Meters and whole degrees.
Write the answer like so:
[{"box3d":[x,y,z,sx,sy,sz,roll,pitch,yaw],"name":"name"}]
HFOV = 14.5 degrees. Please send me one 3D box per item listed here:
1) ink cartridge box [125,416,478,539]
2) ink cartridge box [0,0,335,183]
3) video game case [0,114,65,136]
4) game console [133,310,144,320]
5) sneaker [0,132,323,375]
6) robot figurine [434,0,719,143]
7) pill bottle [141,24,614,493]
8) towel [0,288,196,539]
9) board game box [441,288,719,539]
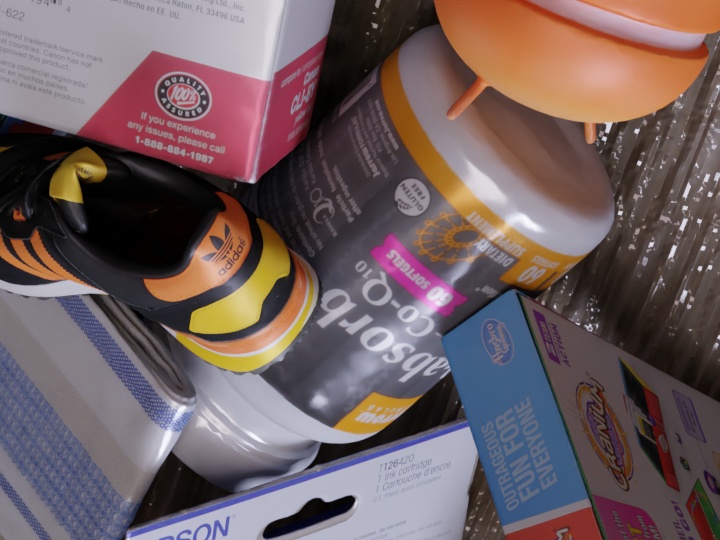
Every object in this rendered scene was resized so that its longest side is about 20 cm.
[{"box3d":[-0.042,0.161,1.247,0.047,0.198,0.200,33,126,42],"name":"ink cartridge box"},{"box3d":[-0.077,-0.153,1.101,0.145,0.083,0.200,17,111,12],"name":"ink cartridge box"},{"box3d":[-0.194,-0.139,1.192,0.200,0.017,0.143,29,118,-7],"name":"video game case"},{"box3d":[-0.197,0.050,1.286,0.177,0.031,0.200,31,117,-9],"name":"game console"},{"box3d":[-0.109,-0.027,1.127,0.200,0.070,0.090,21,160,33],"name":"sneaker"},{"box3d":[0.097,-0.143,1.083,0.117,0.144,0.200,23,108,3],"name":"robot figurine"},{"box3d":[0.000,0.000,1.183,0.116,0.116,0.200,41,116,-14],"name":"pill bottle"},{"box3d":[-0.149,0.081,1.223,0.147,0.024,0.200,47,122,31],"name":"towel"},{"box3d":[0.125,0.107,1.155,0.040,0.153,0.200,-35,141,24],"name":"board game box"}]
